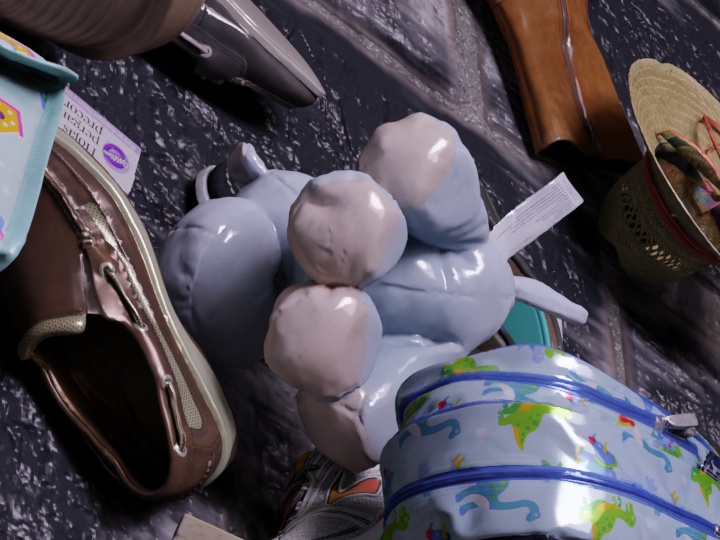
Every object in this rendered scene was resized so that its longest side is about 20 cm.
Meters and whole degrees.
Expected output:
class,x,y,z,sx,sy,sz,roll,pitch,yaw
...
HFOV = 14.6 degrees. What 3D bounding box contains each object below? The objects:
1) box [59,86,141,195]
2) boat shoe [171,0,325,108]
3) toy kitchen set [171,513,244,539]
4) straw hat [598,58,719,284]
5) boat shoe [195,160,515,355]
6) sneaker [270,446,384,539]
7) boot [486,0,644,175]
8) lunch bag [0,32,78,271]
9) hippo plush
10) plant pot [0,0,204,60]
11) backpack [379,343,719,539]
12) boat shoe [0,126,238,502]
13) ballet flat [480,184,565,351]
class,x,y,z,sx,sy,sz,roll,pitch,yaw
box,-0.192,-0.098,1.340,0.200,0.041,0.039,41,33,-23
boat shoe,-0.104,-0.144,1.514,0.200,0.057,0.067,41,11,-29
toy kitchen set,-0.022,0.224,1.229,0.200,0.163,0.180,25,-8,-2
straw hat,0.198,-0.035,1.786,0.201,0.085,0.201,42,28,-28
boat shoe,0.000,0.000,1.491,0.200,0.060,0.076,38,34,-26
sneaker,-0.018,0.131,1.335,0.082,0.078,0.200,40,26,18
boot,0.153,-0.157,1.866,0.188,0.068,0.200,8,54,-52
lunch bag,-0.215,-0.065,1.174,0.170,0.122,0.200,28,35,-11
hippo plush,-0.016,-0.017,1.362,0.200,0.161,0.159,-35,132,-37
plant pot,-0.164,-0.189,1.350,0.093,0.201,0.201,-25,80,-35
backpack,0.089,0.119,1.276,0.200,0.163,0.154,12,70,-52
boat shoe,-0.127,0.015,1.274,0.202,0.075,0.075,54,23,1
ballet flat,0.079,0.020,1.582,0.068,0.068,0.200,28,37,-55
